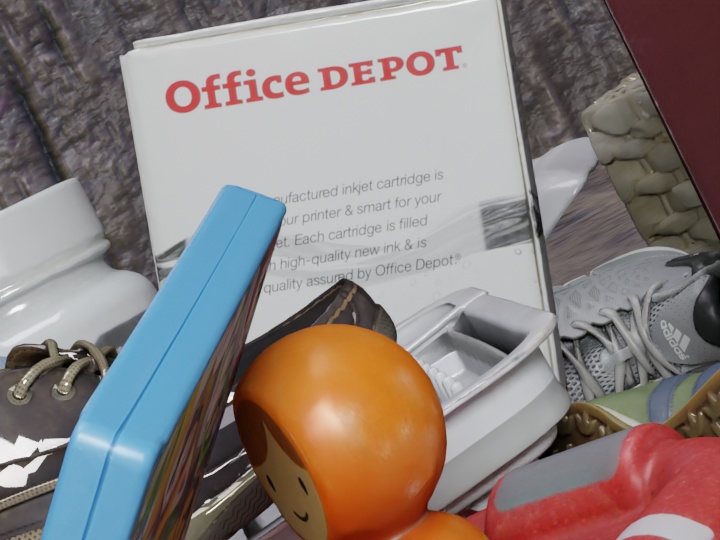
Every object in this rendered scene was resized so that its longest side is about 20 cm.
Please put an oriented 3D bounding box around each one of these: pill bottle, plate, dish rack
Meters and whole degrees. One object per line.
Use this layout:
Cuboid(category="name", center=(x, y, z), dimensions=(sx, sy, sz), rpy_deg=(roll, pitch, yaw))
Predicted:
Cuboid(category="pill bottle", center=(-0.116, 0.071, 0.940), dimensions=(0.112, 0.201, 0.113), rpy_deg=(-26, 3, 2))
Cuboid(category="plate", center=(0.051, 0.017, 1.109), dimensions=(0.200, 0.032, 0.200), rpy_deg=(-57, -3, 12))
Cuboid(category="dish rack", center=(-0.013, 0.072, 0.696), dimensions=(0.171, 0.044, 0.200), rpy_deg=(-34, 5, -4))

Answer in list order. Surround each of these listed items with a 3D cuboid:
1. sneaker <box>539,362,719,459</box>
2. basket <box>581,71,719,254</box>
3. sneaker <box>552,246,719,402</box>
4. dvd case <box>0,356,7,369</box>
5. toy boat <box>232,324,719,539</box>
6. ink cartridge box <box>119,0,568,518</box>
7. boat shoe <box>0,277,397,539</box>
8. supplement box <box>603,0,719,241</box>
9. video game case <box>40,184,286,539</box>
Cuboid(category="sneaker", center=(0.120, 0.055, 0.637), dimensions=(0.089, 0.068, 0.200), rpy_deg=(-9, -12, -23))
Cuboid(category="basket", center=(0.215, -0.066, 1.028), dimensions=(0.123, 0.136, 0.200), rpy_deg=(-33, 7, -29))
Cuboid(category="sneaker", center=(0.100, 0.033, 0.936), dimensions=(0.199, 0.076, 0.115), rpy_deg=(-28, 6, -29))
Cuboid(category="dvd case", center=(-0.178, 0.096, 0.865), dimensions=(0.198, 0.144, 0.018), rpy_deg=(6, 22, 2))
Cuboid(category="toy boat", center=(0.011, 0.074, 0.511), dimensions=(0.130, 0.131, 0.200), rpy_deg=(-24, 7, 38))
Cuboid(category="ink cartridge box", center=(0.000, 0.000, 0.856), dimensions=(0.145, 0.202, 0.083), rpy_deg=(-8, 6, 8))
Cuboid(category="boat shoe", center=(-0.081, 0.056, 0.623), dimensions=(0.199, 0.074, 0.074), rpy_deg=(-35, 6, -6))
Cuboid(category="supplement box", center=(0.177, -0.071, 0.809), dimensions=(0.132, 0.201, 0.197), rpy_deg=(-26, 4, 10))
Cuboid(category="video game case", center=(-0.062, 0.095, 0.478), dimensions=(0.143, 0.018, 0.202), rpy_deg=(-70, -2, -69))
